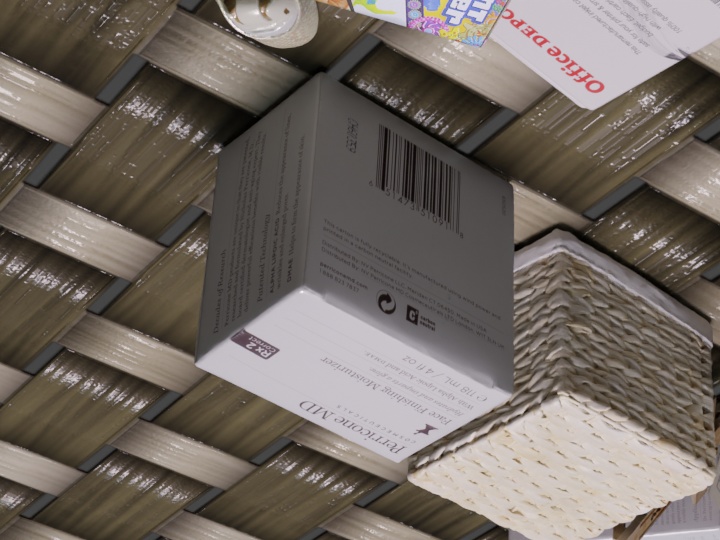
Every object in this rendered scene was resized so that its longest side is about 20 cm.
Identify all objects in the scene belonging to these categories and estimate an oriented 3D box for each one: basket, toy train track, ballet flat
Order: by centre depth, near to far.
[{"bbox_3d":[-0.081,-0.199,1.253,0.067,0.063,0.201,-8,143,17],"label":"ballet flat"},{"bbox_3d":[0.163,0.106,1.568,0.199,0.162,0.198,28,137,-32],"label":"basket"},{"bbox_3d":[0.263,0.175,1.647,0.032,0.200,0.116,23,136,28],"label":"toy train track"}]

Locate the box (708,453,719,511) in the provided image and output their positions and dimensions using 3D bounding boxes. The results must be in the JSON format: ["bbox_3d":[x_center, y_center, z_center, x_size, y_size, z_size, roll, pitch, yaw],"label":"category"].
[{"bbox_3d":[0.369,0.137,1.510,0.108,0.128,0.202,-4,127,-18],"label":"box"}]

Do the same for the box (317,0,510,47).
[{"bbox_3d":[0.003,-0.256,1.047,0.191,0.202,0.122,14,143,-14],"label":"box"}]

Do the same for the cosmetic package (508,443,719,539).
[{"bbox_3d":[0.240,0.220,1.766,0.198,0.103,0.074,-8,143,18],"label":"cosmetic package"}]

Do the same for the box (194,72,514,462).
[{"bbox_3d":[0.000,0.000,1.401,0.198,0.202,0.130,27,138,-29],"label":"box"}]

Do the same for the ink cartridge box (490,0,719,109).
[{"bbox_3d":[0.175,-0.206,1.197,0.145,0.085,0.199,33,135,-33],"label":"ink cartridge box"}]
